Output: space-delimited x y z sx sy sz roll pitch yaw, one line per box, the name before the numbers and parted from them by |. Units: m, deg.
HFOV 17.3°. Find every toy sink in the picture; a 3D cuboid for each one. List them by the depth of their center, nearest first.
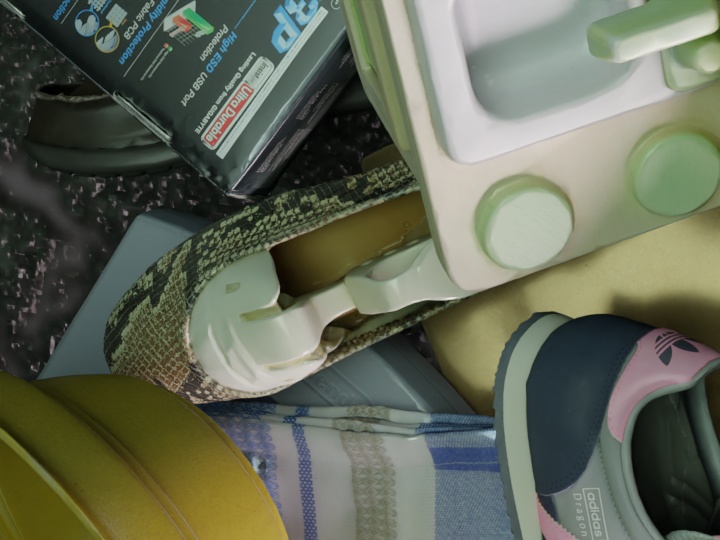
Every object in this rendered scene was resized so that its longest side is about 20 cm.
toy sink | 0.054 -0.082 0.700 0.112 0.200 0.130 -20 123 -5

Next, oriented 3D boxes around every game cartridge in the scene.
game cartridge | -0.031 0.073 0.912 0.200 0.041 0.133 40 114 17

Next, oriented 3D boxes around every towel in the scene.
towel | -0.024 0.121 0.882 0.200 0.024 0.147 1 96 26

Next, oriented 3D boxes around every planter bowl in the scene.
planter bowl | -0.083 0.099 0.829 0.200 0.083 0.201 37 146 30

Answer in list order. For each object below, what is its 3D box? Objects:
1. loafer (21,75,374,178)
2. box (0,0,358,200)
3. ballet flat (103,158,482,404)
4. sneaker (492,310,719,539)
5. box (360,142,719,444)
loafer | -0.037 -0.088 0.898 0.200 0.073 0.071 -15 100 10
box | -0.040 -0.150 0.833 0.159 0.046 0.200 40 102 12
ballet flat | 0.000 0.000 0.838 0.200 0.075 0.068 -24 112 2
sneaker | 0.105 0.112 0.819 0.082 0.070 0.200 1 113 45
box | 0.107 0.020 0.880 0.163 0.021 0.200 -23 85 19
